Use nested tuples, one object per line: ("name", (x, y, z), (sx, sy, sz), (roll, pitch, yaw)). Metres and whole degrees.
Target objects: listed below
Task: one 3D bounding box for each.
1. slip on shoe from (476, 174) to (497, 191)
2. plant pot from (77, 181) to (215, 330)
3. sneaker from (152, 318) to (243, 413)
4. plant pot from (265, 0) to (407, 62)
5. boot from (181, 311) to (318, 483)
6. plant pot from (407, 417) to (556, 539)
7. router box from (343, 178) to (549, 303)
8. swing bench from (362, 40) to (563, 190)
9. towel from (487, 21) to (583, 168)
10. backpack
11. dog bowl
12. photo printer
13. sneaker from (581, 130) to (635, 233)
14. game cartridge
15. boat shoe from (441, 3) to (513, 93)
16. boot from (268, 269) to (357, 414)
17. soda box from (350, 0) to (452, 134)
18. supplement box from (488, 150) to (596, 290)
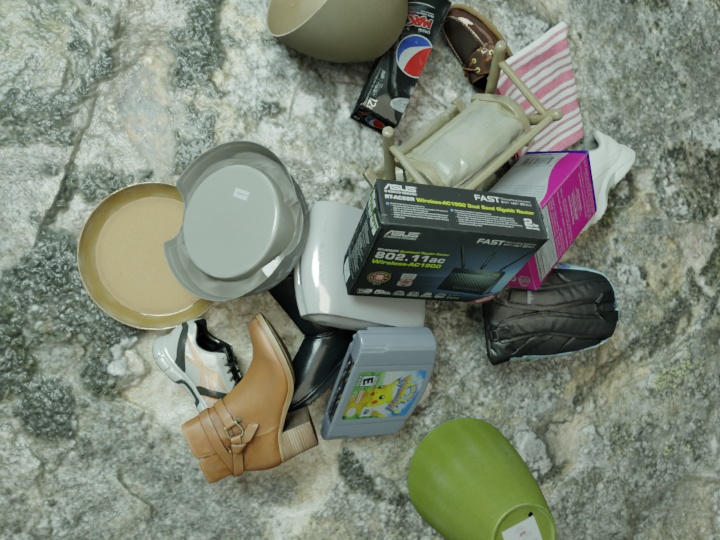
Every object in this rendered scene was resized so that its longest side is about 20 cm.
("slip on shoe", (0.145, -0.062, 0.813), (0.074, 0.061, 0.201), (27, 85, -51))
("plant pot", (-0.280, -0.020, 0.733), (0.198, 0.027, 0.202), (0, 92, -12))
("sneaker", (-0.192, 0.153, 0.728), (0.080, 0.074, 0.200), (-38, 101, 10))
("plant pot", (-0.014, -0.362, 0.712), (0.134, 0.200, 0.201), (28, 86, -39))
("boot", (-0.153, 0.167, 0.674), (0.154, 0.074, 0.201), (-18, 96, -6))
("plant pot", (0.188, 0.336, 0.766), (0.186, 0.200, 0.189), (-1, 92, -13))
("router box", (0.092, -0.026, 0.620), (0.198, 0.150, 0.063), (3, 57, -15))
("swing bench", (0.126, -0.167, 0.727), (0.199, 0.200, 0.130), (-40, 91, -8))
("towel", (0.274, -0.247, 0.803), (0.146, 0.030, 0.200), (-39, 131, -9))
("backpack", (0.289, 0.056, 0.816), (0.198, 0.154, 0.165), (-6, 87, 12))
("dog bowl", (-0.154, -0.058, 0.672), (0.199, 0.059, 0.202), (-4, 79, 21))
("photo printer", (0.000, 0.000, 0.727), (0.199, 0.069, 0.168), (15, 69, -36))
("sneaker", (0.352, -0.139, 0.856), (0.099, 0.078, 0.201), (36, 75, -5))
("game cartridge", (0.029, 0.164, 0.748), (0.132, 0.041, 0.201), (0, 126, -27))
("boat shoe", (0.194, -0.310, 0.806), (0.200, 0.070, 0.070), (40, 78, -12))
("boot", (-0.084, 0.083, 0.755), (0.200, 0.076, 0.169), (-41, 104, -15))
("soda box", (0.058, -0.307, 0.776), (0.063, 0.071, 0.201), (24, 87, -13))
("supplement box", (0.240, -0.077, 0.749), (0.200, 0.101, 0.104), (-42, 124, -30))
